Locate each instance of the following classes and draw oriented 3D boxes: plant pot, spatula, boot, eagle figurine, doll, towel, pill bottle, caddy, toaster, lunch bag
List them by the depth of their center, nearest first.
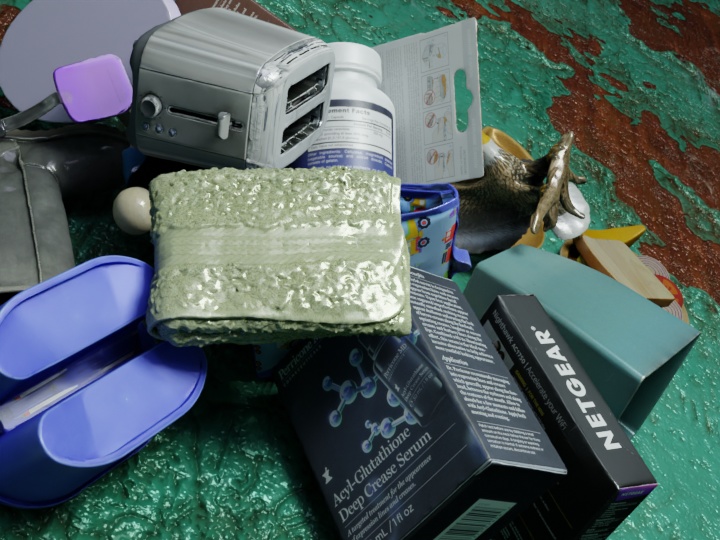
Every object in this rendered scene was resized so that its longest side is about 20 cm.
[{"bbox_3d":[-0.208,0.079,0.736,0.199,0.104,0.143,-32,92,-52],"label":"caddy"},{"bbox_3d":[-0.060,-0.016,0.768,0.197,0.037,0.150,-1,60,-9],"label":"towel"},{"bbox_3d":[-0.256,-0.040,0.866,0.179,0.073,0.201,-7,42,-23],"label":"boot"},{"bbox_3d":[-0.291,-0.130,0.874,0.198,0.021,0.057,-24,81,-11],"label":"spatula"},{"bbox_3d":[0.000,0.000,0.880,0.197,0.152,0.095,-5,44,-7],"label":"lunch bag"},{"bbox_3d":[-0.104,-0.155,0.887,0.127,0.115,0.200,17,26,13],"label":"toaster"},{"bbox_3d":[-0.145,-0.084,0.917,0.135,0.049,0.200,28,35,19],"label":"doll"},{"bbox_3d":[0.194,0.073,1.006,0.199,0.143,0.140,40,36,24],"label":"plant pot"},{"bbox_3d":[-0.019,-0.119,1.029,0.110,0.111,0.203,9,72,-28],"label":"pill bottle"},{"bbox_3d":[0.141,-0.097,1.112,0.151,0.198,0.153,-17,99,-44],"label":"eagle figurine"}]

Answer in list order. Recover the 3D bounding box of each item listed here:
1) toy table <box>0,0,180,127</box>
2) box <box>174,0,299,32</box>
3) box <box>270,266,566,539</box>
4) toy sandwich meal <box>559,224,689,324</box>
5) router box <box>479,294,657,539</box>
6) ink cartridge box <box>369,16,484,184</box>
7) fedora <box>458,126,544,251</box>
[{"bbox_3d":[-0.231,-0.200,0.976,0.197,0.187,0.117,2,3,23],"label":"toy table"},{"bbox_3d":[-0.118,-0.262,1.198,0.199,0.075,0.100,38,3,8],"label":"box"},{"bbox_3d":[0.040,0.117,0.811,0.106,0.149,0.201,18,34,-45],"label":"box"},{"bbox_3d":[0.323,0.009,1.230,0.203,0.071,0.207,20,37,-16],"label":"toy sandwich meal"},{"bbox_3d":[0.143,0.144,0.872,0.050,0.150,0.201,0,46,-34],"label":"router box"},{"bbox_3d":[0.055,-0.158,1.076,0.057,0.198,0.165,3,82,-52],"label":"ink cartridge box"},{"bbox_3d":[0.158,-0.111,1.241,0.198,0.082,0.202,20,36,-16],"label":"fedora"}]
